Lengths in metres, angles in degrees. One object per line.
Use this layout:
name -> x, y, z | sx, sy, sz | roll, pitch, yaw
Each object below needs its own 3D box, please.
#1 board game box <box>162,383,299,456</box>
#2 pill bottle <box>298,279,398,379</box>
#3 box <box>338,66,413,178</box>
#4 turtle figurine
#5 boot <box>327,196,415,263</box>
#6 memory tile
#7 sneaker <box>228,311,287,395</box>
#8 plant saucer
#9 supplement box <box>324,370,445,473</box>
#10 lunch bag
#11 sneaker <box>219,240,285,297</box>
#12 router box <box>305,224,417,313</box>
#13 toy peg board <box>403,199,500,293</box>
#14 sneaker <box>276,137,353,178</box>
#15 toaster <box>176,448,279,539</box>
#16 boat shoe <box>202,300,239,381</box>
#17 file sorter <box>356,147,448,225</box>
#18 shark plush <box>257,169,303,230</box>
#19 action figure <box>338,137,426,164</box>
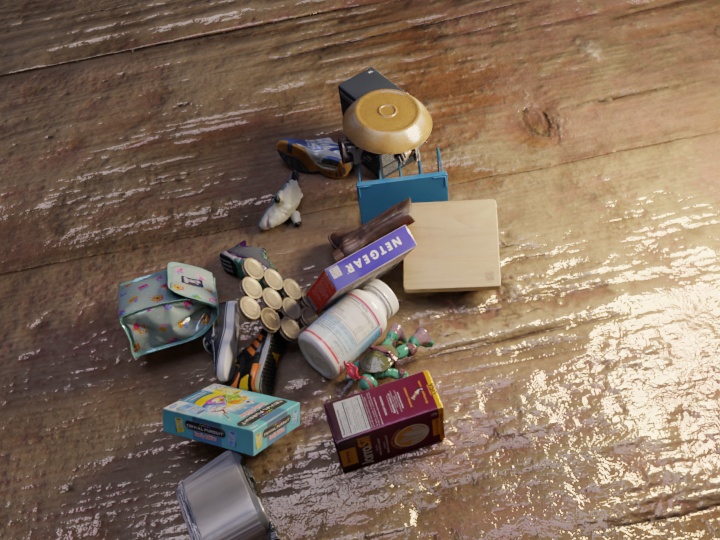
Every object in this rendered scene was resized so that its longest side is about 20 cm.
board game box -> -0.230, 0.263, 1.448 | 0.197, 0.048, 0.150 | 7, 14, 27
pill bottle -> -0.019, 0.109, 1.580 | 0.108, 0.110, 0.199 | 33, 60, 32
box -> 0.039, -0.348, 1.912 | 0.106, 0.202, 0.148 | -30, 50, -18
turtle figurine -> 0.047, 0.183, 1.517 | 0.148, 0.102, 0.200 | 23, 50, 26
boot -> 0.028, -0.092, 1.706 | 0.199, 0.065, 0.187 | -36, 19, 6
memory tile -> -0.161, 0.069, 1.609 | 0.017, 0.198, 0.155 | -37, 39, 33
sneaker -> -0.205, 0.160, 1.592 | 0.088, 0.071, 0.202 | -5, 44, 17
plant saucer -> 0.058, -0.332, 1.737 | 0.196, 0.036, 0.203 | 0, 51, 0
supplement box -> 0.045, 0.268, 1.428 | 0.197, 0.111, 0.086 | -17, 49, -6
lunch bag -> -0.386, 0.069, 1.642 | 0.197, 0.124, 0.171 | -19, 27, -7
sneaker -> -0.214, -0.015, 1.747 | 0.198, 0.075, 0.087 | 26, 52, 29
router box -> 0.000, 0.000, 1.620 | 0.198, 0.180, 0.049 | -30, 83, -23
toy peg board -> 0.192, -0.035, 1.701 | 0.196, 0.098, 0.203 | -2, 64, 8
sneaker -> -0.106, -0.288, 1.975 | 0.197, 0.076, 0.089 | 19, 50, 11
toaster -> -0.223, 0.408, 1.348 | 0.128, 0.115, 0.201 | -27, 49, -10
boat shoe -> -0.285, 0.141, 1.619 | 0.066, 0.072, 0.202 | -5, 46, 2
file sorter -> 0.093, -0.185, 1.803 | 0.196, 0.140, 0.124 | -7, 45, 3
shark plush -> -0.187, -0.178, 1.893 | 0.082, 0.091, 0.203 | -21, 46, 32
action figure -> 0.052, -0.274, 1.760 | 0.196, 0.070, 0.131 | -11, 36, -6
